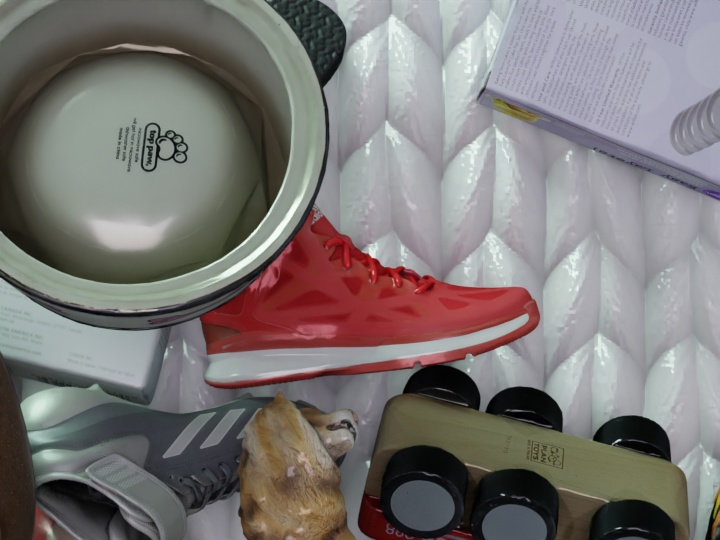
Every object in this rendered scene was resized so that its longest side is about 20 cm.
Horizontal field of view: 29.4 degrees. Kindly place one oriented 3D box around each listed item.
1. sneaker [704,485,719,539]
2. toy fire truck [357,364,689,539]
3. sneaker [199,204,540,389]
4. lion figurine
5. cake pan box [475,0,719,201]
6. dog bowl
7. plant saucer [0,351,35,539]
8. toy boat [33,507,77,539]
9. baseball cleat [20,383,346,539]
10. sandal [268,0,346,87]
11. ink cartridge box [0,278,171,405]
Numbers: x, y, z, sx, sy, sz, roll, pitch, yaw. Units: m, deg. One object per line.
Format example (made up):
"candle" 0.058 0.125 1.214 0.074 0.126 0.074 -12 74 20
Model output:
"sneaker" 0.232 0.200 0.792 0.069 0.090 0.202 1 114 14
"toy fire truck" 0.077 0.183 0.778 0.174 0.129 0.202 14 124 1
"sneaker" 0.000 0.000 0.792 0.198 0.078 0.117 -9 89 -2
"lion figurine" -0.020 0.172 0.715 0.072 0.122 0.202 -11 113 -16
"cake pan box" 0.186 -0.162 0.813 0.182 0.052 0.202 20 88 -2
"dog bowl" -0.117 -0.059 0.709 0.198 0.074 0.202 2 68 -5
"plant saucer" -0.217 0.083 0.710 0.034 0.200 0.202 -15 87 -37
"toy boat" -0.179 0.217 0.773 0.130 0.130 0.202 13 87 29
"baseball cleat" -0.091 0.116 0.747 0.198 0.107 0.070 6 127 -25
"sandal" -0.077 -0.078 0.791 0.075 0.048 0.201 38 63 9
"ink cartridge box" -0.178 -0.035 0.816 0.158 0.047 0.202 13 71 0
